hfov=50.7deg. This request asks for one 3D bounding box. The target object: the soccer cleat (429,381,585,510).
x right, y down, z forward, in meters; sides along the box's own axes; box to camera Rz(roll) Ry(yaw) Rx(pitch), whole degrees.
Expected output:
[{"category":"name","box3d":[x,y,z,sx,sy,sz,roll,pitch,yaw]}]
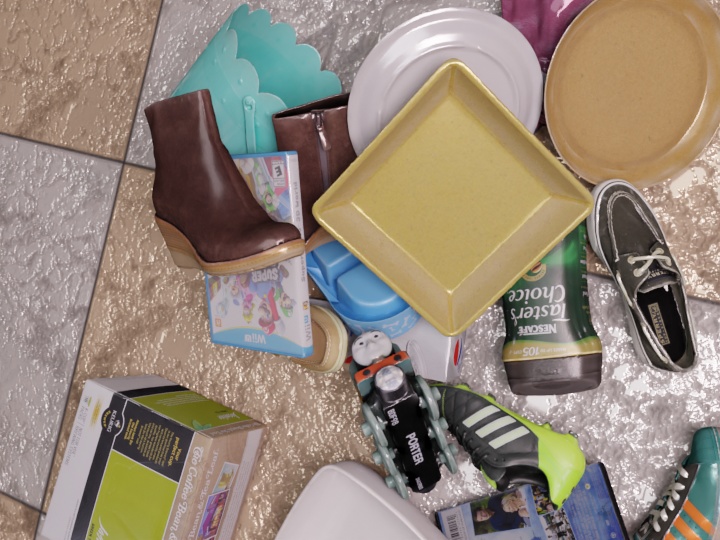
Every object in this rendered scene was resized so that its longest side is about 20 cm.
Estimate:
[{"category":"soccer cleat","box3d":[0.134,0.178,0.796,0.198,0.068,0.081,19,62,34]}]

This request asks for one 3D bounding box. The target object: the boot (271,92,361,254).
[{"category":"boot","box3d":[-0.073,-0.093,0.804,0.197,0.168,0.073,-16,40,-1]}]

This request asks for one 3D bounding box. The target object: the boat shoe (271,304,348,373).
[{"category":"boat shoe","box3d":[-0.091,0.063,0.840,0.199,0.066,0.075,17,98,50]}]

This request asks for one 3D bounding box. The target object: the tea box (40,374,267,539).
[{"category":"tea box","box3d":[-0.248,0.255,0.927,0.195,0.133,0.203,19,93,23]}]

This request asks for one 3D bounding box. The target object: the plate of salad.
[{"category":"plate of salad","box3d":[0.084,-0.163,0.758,0.199,0.200,0.048,-34,34,16]}]

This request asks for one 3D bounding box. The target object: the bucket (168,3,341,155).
[{"category":"bucket","box3d":[-0.112,-0.183,0.875,0.134,0.206,0.209,-38,73,26]}]

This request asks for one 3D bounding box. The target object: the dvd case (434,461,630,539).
[{"category":"dvd case","box3d":[0.180,0.296,0.782,0.198,0.017,0.144,-26,64,25]}]

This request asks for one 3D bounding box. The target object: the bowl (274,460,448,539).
[{"category":"bowl","box3d":[0.010,0.322,0.833,0.199,0.074,0.201,39,115,22]}]

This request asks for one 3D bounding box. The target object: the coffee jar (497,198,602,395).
[{"category":"coffee jar","box3d":[0.192,0.028,0.793,0.103,0.085,0.203,-9,83,20]}]

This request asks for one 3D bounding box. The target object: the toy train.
[{"category":"toy train","box3d":[0.038,0.150,0.784,0.084,0.201,0.114,-26,44,-6]}]

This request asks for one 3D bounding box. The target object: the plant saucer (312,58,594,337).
[{"category":"plant saucer","box3d":[0.088,-0.068,0.739,0.200,0.049,0.200,41,108,-13]}]

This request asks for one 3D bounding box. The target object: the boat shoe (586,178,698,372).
[{"category":"boat shoe","box3d":[0.285,0.003,0.750,0.070,0.064,0.202,-21,89,-1]}]

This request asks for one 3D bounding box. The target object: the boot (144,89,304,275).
[{"category":"boot","box3d":[-0.138,-0.085,0.718,0.198,0.072,0.169,2,105,43]}]

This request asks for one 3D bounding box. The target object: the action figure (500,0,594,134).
[{"category":"action figure","box3d":[0.193,-0.221,0.826,0.134,0.147,0.203,-147,61,-61]}]

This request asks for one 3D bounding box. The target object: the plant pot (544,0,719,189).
[{"category":"plant pot","box3d":[0.274,-0.182,0.759,0.197,0.028,0.203,-3,109,-8]}]

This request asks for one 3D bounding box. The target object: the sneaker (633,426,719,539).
[{"category":"sneaker","box3d":[0.309,0.248,0.735,0.079,0.071,0.203,8,90,18]}]

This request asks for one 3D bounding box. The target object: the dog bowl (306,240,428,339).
[{"category":"dog bowl","box3d":[0.000,0.000,0.851,0.111,0.050,0.200,-30,48,-12]}]

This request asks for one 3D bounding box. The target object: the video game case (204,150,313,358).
[{"category":"video game case","box3d":[-0.112,-0.017,0.783,0.142,0.018,0.203,3,102,38]}]

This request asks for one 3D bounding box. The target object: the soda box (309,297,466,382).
[{"category":"soda box","box3d":[0.018,0.077,0.871,0.197,0.063,0.069,8,89,23]}]
